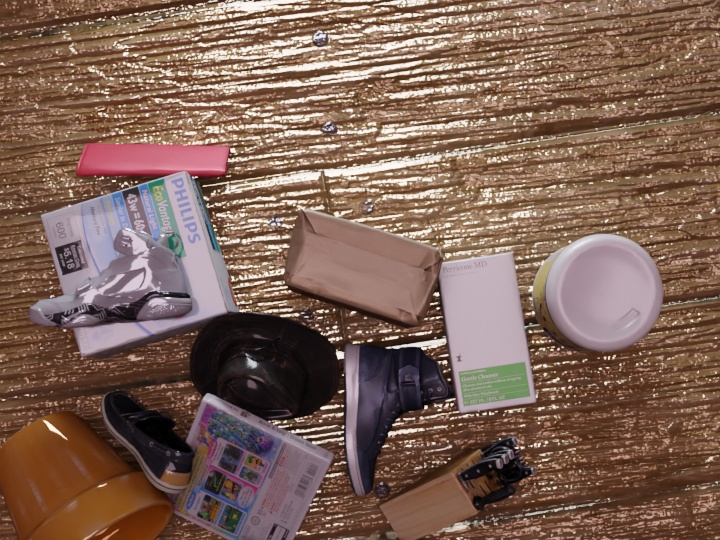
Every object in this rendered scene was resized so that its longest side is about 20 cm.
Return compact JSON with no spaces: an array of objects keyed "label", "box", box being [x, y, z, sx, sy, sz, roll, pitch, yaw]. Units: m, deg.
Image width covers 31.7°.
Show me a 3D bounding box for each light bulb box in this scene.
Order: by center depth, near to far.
[{"label":"light bulb box","box":[-0.287,-0.005,1.674,0.200,0.125,0.198,-18,87,0]}]

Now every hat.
[{"label":"hat","box":[-0.125,0.147,1.636,0.200,0.081,0.201,-1,124,-1]}]

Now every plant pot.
[{"label":"plant pot","box":[-0.374,0.290,1.634,0.200,0.200,0.183,-39,71,-2]}]

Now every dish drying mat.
[{"label":"dish drying mat","box":[-0.278,-0.147,1.714,0.200,0.077,0.018,1,123,0]}]

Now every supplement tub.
[{"label":"supplement tub","box":[0.298,0.032,1.631,0.145,0.200,0.145,0,86,0]}]

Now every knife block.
[{"label":"knife block","box":[0.125,0.285,1.629,0.200,0.176,0.064,-31,86,-1]}]

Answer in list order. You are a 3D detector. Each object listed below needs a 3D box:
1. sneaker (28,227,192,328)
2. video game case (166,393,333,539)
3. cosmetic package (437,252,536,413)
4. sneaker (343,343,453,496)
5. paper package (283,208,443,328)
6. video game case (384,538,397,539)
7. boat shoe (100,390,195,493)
[{"label":"sneaker","box":[-0.314,0.010,1.576,0.200,0.075,0.115,-6,87,-5]},{"label":"video game case","box":[-0.151,0.274,1.655,0.182,0.024,0.200,26,121,2]},{"label":"cosmetic package","box":[0.165,0.082,1.687,0.108,0.085,0.200,-10,88,2]},{"label":"sneaker","box":[0.051,0.198,1.683,0.146,0.077,0.202,0,85,3]},{"label":"paper package","box":[0.000,0.000,1.634,0.191,0.200,0.104,18,87,1]},{"label":"video game case","box":[0.086,0.465,1.682,0.143,0.019,0.200,9,91,-4]},{"label":"boat shoe","box":[-0.274,0.209,1.648,0.200,0.075,0.062,41,112,44]}]
